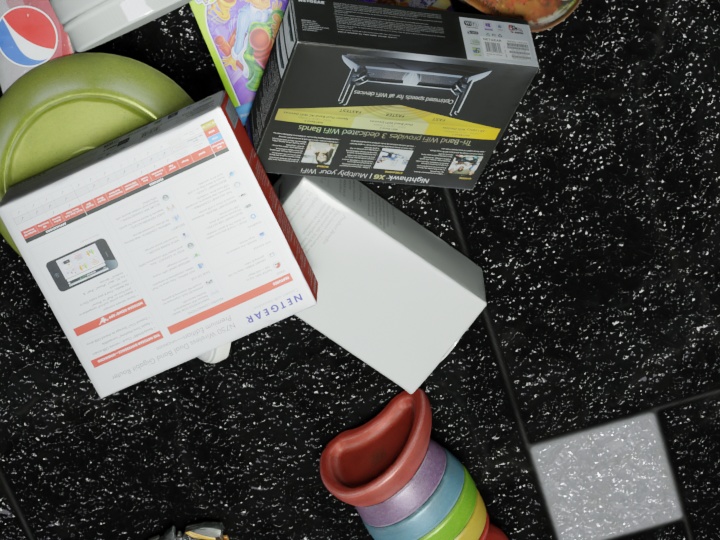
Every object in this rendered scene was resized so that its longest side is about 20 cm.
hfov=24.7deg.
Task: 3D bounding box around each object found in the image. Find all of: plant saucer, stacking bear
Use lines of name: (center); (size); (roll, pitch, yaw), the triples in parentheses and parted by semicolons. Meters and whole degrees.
plant saucer: (-0.212, -0.074, 1.330); (0.197, 0.031, 0.202); (0, 111, -1)
stacking bear: (0.069, 0.228, 1.512); (0.121, 0.114, 0.200); (-34, 115, 14)

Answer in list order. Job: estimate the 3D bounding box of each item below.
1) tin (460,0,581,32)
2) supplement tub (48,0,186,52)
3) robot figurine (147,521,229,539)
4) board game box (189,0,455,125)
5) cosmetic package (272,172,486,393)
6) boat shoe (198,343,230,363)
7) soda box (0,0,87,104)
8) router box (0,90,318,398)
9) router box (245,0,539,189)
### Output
tin: (0.096, -0.266, 1.287); (0.199, 0.042, 0.113); (28, 97, -27)
supplement tub: (-0.201, -0.281, 1.235); (0.131, 0.132, 0.202); (-23, 99, 10)
robot figurine: (-0.178, 0.327, 1.577); (0.199, 0.058, 0.145); (-32, 112, 14)
board game box: (-0.030, -0.217, 1.335); (0.198, 0.045, 0.136); (-19, 114, 8)
cosmetic package: (0.000, 0.000, 1.417); (0.199, 0.081, 0.113); (35, 110, -17)
boat shoe: (-0.163, -0.008, 1.403); (0.068, 0.072, 0.202); (-23, 118, -25)
soda box: (-0.258, -0.168, 1.345); (0.069, 0.064, 0.202); (-10, 115, 2)
router box: (-0.159, -0.019, 1.309); (0.198, 0.049, 0.181); (-23, 110, 8)
router box: (0.022, -0.138, 1.308); (0.198, 0.053, 0.158); (4, 144, -18)
